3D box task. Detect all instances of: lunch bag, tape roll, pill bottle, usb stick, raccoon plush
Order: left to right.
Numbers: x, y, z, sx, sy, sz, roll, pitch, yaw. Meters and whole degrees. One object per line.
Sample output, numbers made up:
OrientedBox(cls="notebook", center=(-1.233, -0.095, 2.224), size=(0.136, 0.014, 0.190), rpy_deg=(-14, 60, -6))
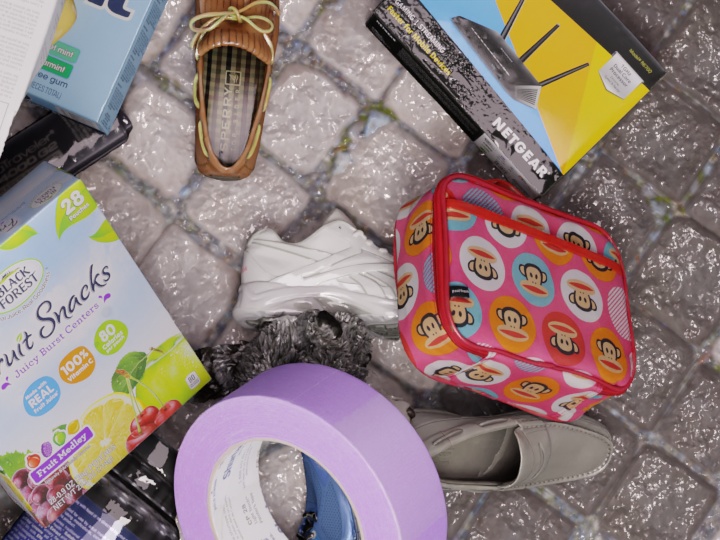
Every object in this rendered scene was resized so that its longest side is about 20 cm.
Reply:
OrientedBox(cls="usb stick", center=(-0.270, -0.073, 1.690), size=(0.199, 0.033, 0.056), rpy_deg=(-34, 81, -9))
OrientedBox(cls="pill bottle", center=(-0.207, 0.211, 1.635), size=(0.112, 0.112, 0.200), rpy_deg=(39, 82, -3))
OrientedBox(cls="raccoon plush", center=(-0.054, 0.119, 1.656), size=(0.199, 0.097, 0.135), rpy_deg=(-21, 63, 26))
OrientedBox(cls="tape roll", center=(-0.038, 0.172, 1.571), size=(0.066, 0.200, 0.201), rpy_deg=(-31, 90, -50))
OrientedBox(cls="lunch bag", center=(0.118, 0.011, 1.676), size=(0.199, 0.082, 0.178), rpy_deg=(19, 55, -33))

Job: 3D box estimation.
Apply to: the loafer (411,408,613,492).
OrientedBox(cls="loafer", center=(0.114, 0.144, 1.688), size=(0.198, 0.070, 0.071), rpy_deg=(0, 113, -25))

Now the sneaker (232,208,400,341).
OrientedBox(cls="sneaker", center=(0.000, 0.000, 1.703), size=(0.198, 0.078, 0.100), rpy_deg=(4, 74, -13))

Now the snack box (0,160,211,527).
OrientedBox(cls="snack box", center=(-0.226, 0.053, 1.558), size=(0.169, 0.068, 0.201), rpy_deg=(-42, 122, -17))

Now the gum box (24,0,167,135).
OrientedBox(cls="gum box", center=(-0.234, -0.231, 1.685), size=(0.169, 0.045, 0.201), rpy_deg=(23, 82, 8))

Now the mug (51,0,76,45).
OrientedBox(cls="mug", center=(-0.286, -0.224, 1.603), size=(0.153, 0.149, 0.187), rpy_deg=(-34, 88, -11))

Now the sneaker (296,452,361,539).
OrientedBox(cls="sneaker", center=(-0.032, 0.232, 1.676), size=(0.088, 0.079, 0.202), rpy_deg=(-4, 86, -11))

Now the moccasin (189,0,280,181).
OrientedBox(cls="moccasin", center=(-0.101, -0.173, 1.699), size=(0.073, 0.078, 0.203), rpy_deg=(10, 84, -7))

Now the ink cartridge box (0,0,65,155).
OrientedBox(cls="ink cartridge box", center=(-0.299, -0.153, 1.487), size=(0.161, 0.050, 0.202), rpy_deg=(18, 75, -4))

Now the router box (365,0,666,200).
OrientedBox(cls="router box", center=(0.124, -0.179, 1.744), size=(0.149, 0.051, 0.200), rpy_deg=(-44, 92, -11))
